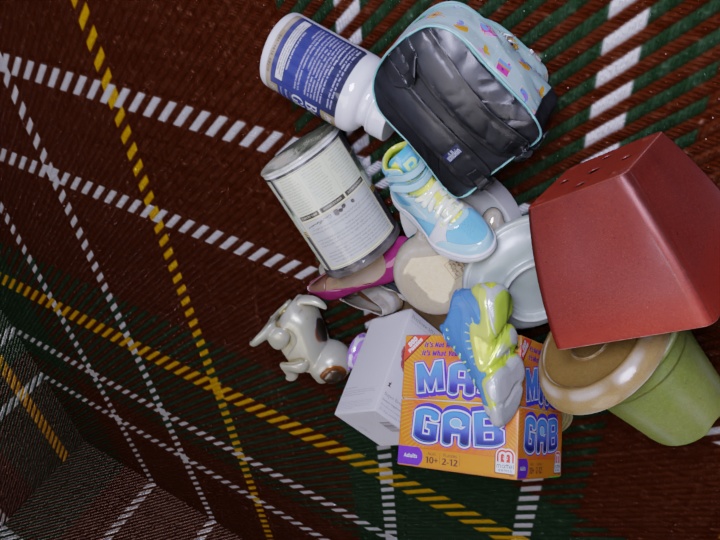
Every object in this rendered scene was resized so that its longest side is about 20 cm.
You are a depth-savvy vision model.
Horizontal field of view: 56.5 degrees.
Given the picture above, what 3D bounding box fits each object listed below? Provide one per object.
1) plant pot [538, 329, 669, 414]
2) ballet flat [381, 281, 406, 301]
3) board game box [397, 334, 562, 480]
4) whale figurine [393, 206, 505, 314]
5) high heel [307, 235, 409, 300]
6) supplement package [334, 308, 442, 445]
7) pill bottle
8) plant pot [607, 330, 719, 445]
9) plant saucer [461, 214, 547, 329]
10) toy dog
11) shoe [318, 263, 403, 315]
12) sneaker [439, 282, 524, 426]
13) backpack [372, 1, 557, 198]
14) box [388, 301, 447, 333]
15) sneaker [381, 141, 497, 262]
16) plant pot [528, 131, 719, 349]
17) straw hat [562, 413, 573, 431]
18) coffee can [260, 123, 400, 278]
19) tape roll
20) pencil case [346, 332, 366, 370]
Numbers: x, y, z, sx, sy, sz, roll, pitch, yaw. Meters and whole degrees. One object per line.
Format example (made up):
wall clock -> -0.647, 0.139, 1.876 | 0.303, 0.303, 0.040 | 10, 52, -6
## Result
plant pot -> 0.312, 0.097, 0.891 | 0.027, 0.202, 0.199 | 40, 145, -20
ballet flat -> 0.070, 0.014, 1.163 | 0.199, 0.073, 0.074 | 21, 141, 42
board game box -> 0.198, 0.218, 1.077 | 0.197, 0.203, 0.199 | -4, 165, 34
whale figurine -> 0.144, -0.023, 1.005 | 0.199, 0.104, 0.160 | -35, 102, 27
high heel -> 0.000, 0.000, 1.110 | 0.200, 0.095, 0.068 | -39, 65, 41
supplement package -> 0.063, 0.191, 1.194 | 0.121, 0.202, 0.119 | 37, 147, -24
pill bottle -> -0.033, -0.265, 0.937 | 0.198, 0.111, 0.112 | 32, 143, 11
plant pot -> 0.401, 0.139, 0.934 | 0.184, 0.202, 0.199 | 39, 145, -20
plant saucer -> 0.244, 0.017, 0.947 | 0.197, 0.051, 0.203 | -4, 125, -5
toy dog -> -0.100, 0.154, 1.430 | 0.193, 0.140, 0.200 | -41, 99, 22
shoe -> -0.011, 0.031, 1.256 | 0.198, 0.053, 0.071 | 25, 137, 34
sneaker -> 0.169, 0.113, 0.941 | 0.104, 0.075, 0.204 | 6, 103, 47
backpack -> 0.120, -0.220, 0.816 | 0.199, 0.154, 0.175 | 37, 143, -14
box -> 0.140, 0.083, 1.219 | 0.164, 0.021, 0.200 | 46, 143, -7
sneaker -> 0.096, -0.099, 0.899 | 0.200, 0.079, 0.131 | 40, 169, 35
plant pot -> 0.319, -0.045, 0.806 | 0.199, 0.199, 0.178 | -19, 105, 49
straw hat -> 0.284, 0.259, 1.219 | 0.199, 0.085, 0.203 | 24, 141, 21
coffee can -> -0.046, -0.112, 1.077 | 0.145, 0.147, 0.201 | -10, 121, 45
tape roll -> 0.153, -0.072, 1.037 | 0.201, 0.037, 0.205 | 23, 139, 21
pencil case -> 0.063, 0.198, 1.349 | 0.198, 0.084, 0.087 | 22, 106, 25
